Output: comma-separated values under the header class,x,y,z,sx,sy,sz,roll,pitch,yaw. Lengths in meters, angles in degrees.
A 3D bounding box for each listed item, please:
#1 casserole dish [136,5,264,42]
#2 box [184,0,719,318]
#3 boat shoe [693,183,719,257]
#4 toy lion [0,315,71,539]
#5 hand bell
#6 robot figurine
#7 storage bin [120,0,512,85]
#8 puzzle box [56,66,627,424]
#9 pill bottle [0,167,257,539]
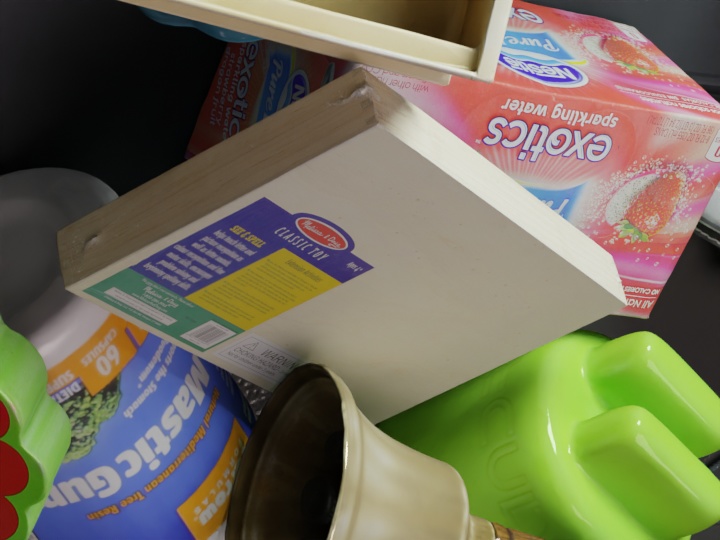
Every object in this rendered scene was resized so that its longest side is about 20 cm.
class,x,y,z,sx,sy,sz,roll,pitch,yaw
casserole dish,-0.007,-0.164,0.717,0.200,0.121,0.039,-37,141,-2
box,0.043,-0.052,0.846,0.199,0.095,0.103,7,119,-34
boat shoe,0.215,0.001,1.006,0.200,0.069,0.057,21,110,-41
toy lion,-0.195,0.070,0.742,0.191,0.069,0.201,4,129,13
hand bell,0.058,0.110,0.803,0.199,0.104,0.104,16,113,-22
robot figurine,0.067,0.099,0.915,0.200,0.176,0.116,-27,124,35
storage bin,-0.035,-0.177,0.624,0.198,0.094,0.201,14,92,-3
puzzle box,0.000,0.000,0.761,0.133,0.026,0.200,-26,150,21
pill bottle,-0.104,0.064,0.829,0.112,0.112,0.200,-34,132,-6
